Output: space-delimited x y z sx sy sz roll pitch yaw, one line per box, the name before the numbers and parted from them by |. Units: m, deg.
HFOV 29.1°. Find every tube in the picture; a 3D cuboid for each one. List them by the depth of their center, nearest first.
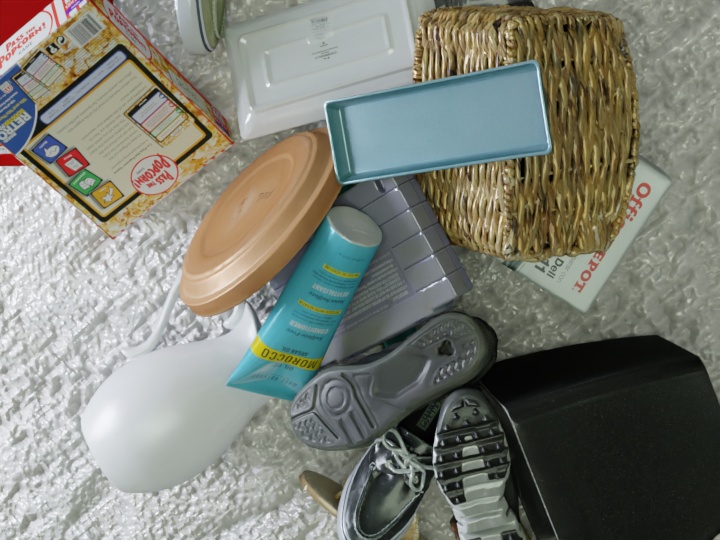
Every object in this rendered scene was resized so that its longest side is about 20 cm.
tube | -0.045 0.036 1.187 0.077 0.051 0.201 18 124 -16

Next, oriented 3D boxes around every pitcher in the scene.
pitcher | -0.166 0.098 1.287 0.199 0.121 0.172 -31 85 0

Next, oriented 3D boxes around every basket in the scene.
basket | 0.136 -0.119 1.152 0.142 0.149 0.202 -7 103 -29

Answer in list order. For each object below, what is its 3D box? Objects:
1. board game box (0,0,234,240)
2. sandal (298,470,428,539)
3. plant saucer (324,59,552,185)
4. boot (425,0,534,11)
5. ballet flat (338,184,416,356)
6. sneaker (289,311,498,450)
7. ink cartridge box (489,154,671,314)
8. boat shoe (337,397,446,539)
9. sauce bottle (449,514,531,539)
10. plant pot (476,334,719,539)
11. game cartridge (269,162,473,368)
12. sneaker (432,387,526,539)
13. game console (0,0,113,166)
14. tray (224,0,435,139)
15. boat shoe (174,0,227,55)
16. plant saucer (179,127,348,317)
board game box | -0.231 -0.138 1.226 0.151 0.046 0.200 -36 131 10
sandal | 0.045 0.229 1.306 0.211 0.078 0.070 39 99 -10
plant saucer | 0.060 -0.113 1.082 0.199 0.019 0.071 -6 96 35
boot | 0.052 -0.244 1.232 0.199 0.070 0.133 -20 86 11
ballet flat | -0.003 0.011 1.283 0.071 0.072 0.201 -19 96 9
sneaker | 0.037 0.098 1.212 0.199 0.114 0.077 -32 76 19
ink cartridge box | 0.155 -0.076 1.233 0.199 0.083 0.147 31 102 -1
boat shoe | 0.044 0.168 1.251 0.073 0.068 0.200 35 72 6
sauce bottle | 0.155 0.309 1.310 0.066 0.066 0.201 -28 94 10
plant pot | 0.226 0.162 1.222 0.176 0.200 0.201 -22 97 -2
game cartridge | 0.000 0.000 1.204 0.199 0.038 0.130 -29 93 45
sneaker | 0.101 0.172 1.206 0.066 0.091 0.201 -13 121 5
game console | -0.319 -0.198 1.293 0.198 0.119 0.173 0 131 6
tray | -0.027 -0.190 1.211 0.198 0.022 0.108 -13 80 18
boat shoe | -0.129 -0.293 1.230 0.061 0.072 0.202 3 98 8
plant saucer | -0.089 -0.048 1.204 0.200 0.201 0.032 -44 114 11
